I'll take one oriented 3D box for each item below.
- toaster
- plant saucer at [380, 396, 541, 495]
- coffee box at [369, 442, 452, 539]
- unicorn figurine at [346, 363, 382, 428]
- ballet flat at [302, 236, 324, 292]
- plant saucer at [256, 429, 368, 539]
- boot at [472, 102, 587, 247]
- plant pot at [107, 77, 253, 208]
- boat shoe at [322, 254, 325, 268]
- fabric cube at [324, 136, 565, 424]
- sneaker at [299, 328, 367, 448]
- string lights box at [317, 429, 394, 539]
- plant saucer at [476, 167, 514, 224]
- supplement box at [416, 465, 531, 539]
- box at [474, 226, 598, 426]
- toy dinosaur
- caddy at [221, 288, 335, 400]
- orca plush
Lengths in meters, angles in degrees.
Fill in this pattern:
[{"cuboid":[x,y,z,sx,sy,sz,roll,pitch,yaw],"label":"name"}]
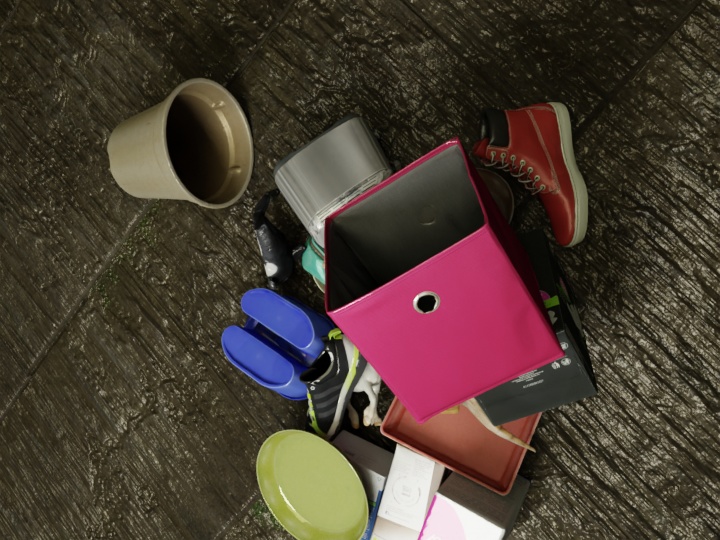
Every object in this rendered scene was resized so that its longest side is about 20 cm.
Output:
[{"cuboid":[-0.037,-0.125,1.055,0.198,0.114,0.130,-33,66,-3],"label":"toaster"},{"cuboid":[0.157,0.189,1.019,0.197,0.037,0.202,22,70,19],"label":"plant saucer"},{"cuboid":[0.079,0.351,1.056,0.078,0.114,0.204,18,99,20],"label":"coffee box"},{"cuboid":[0.005,0.171,1.096,0.197,0.073,0.140,-12,73,29],"label":"unicorn figurine"},{"cuboid":[-0.018,0.028,1.118,0.200,0.067,0.071,44,131,15],"label":"ballet flat"},{"cuboid":[-0.068,0.322,1.059,0.197,0.031,0.204,12,113,28],"label":"plant saucer"},{"cuboid":[0.225,-0.124,0.962,0.141,0.072,0.204,-9,82,-18],"label":"boot"},{"cuboid":[-0.308,-0.197,1.165,0.181,0.199,0.205,-3,91,33],"label":"plant pot"},{"cuboid":[0.000,0.000,1.008,0.074,0.200,0.069,34,84,32],"label":"boat shoe"},{"cuboid":[0.089,0.013,0.818,0.194,0.202,0.200,-28,122,16],"label":"fabric cube"},{"cuboid":[-0.060,0.173,1.053,0.203,0.081,0.072,-68,27,15],"label":"sneaker"},{"cuboid":[-0.013,0.361,1.095,0.101,0.059,0.204,21,117,20],"label":"string lights box"},{"cuboid":[0.128,-0.062,1.012,0.197,0.032,0.203,-20,44,20],"label":"plant saucer"},{"cuboid":[0.158,0.339,0.977,0.102,0.199,0.103,24,100,19],"label":"supplement box"},{"cuboid":[0.207,0.071,0.932,0.146,0.202,0.125,-22,124,22],"label":"box"},{"cuboid":[0.150,0.170,0.976,0.105,0.061,0.202,-22,62,-4],"label":"toy dinosaur"},{"cuboid":[-0.124,0.117,1.135,0.198,0.105,0.143,29,88,31],"label":"caddy"},{"cuboid":[-0.121,-0.044,1.101,0.070,0.202,0.106,-13,50,-6],"label":"orca plush"}]
